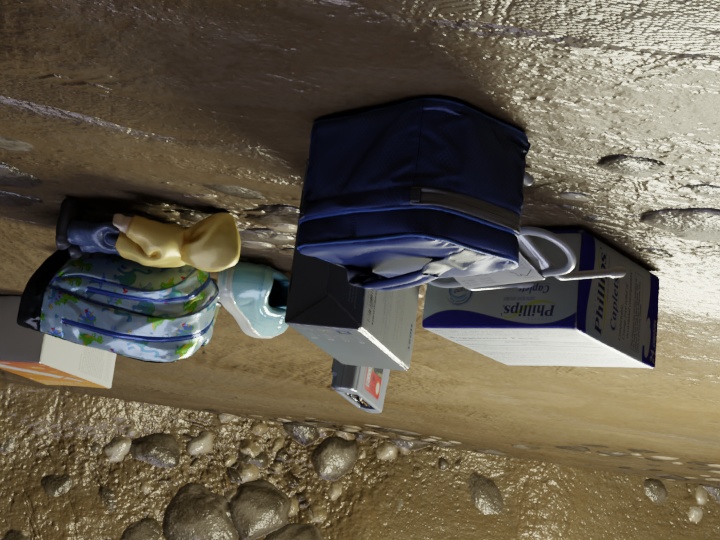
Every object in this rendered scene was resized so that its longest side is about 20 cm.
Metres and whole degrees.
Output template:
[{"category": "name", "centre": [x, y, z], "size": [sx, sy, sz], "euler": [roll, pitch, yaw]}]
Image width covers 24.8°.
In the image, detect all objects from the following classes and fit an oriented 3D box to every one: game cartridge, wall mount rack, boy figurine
[{"category": "game cartridge", "centre": [0.007, 0.099, 2.057], "size": [0.040, 0.135, 0.200], "euler": [4, 168, 13]}, {"category": "wall mount rack", "centre": [0.143, -0.018, 1.520], "size": [0.199, 0.075, 0.174], "euler": [-6, 138, 47]}, {"category": "boy figurine", "centre": [-0.226, -0.037, 1.756], "size": [0.198, 0.065, 0.124], "euler": [3, 166, 15]}]

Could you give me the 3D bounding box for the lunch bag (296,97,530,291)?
[{"category": "lunch bag", "centre": [0.036, -0.053, 1.375], "size": [0.135, 0.134, 0.199], "euler": [18, 163, -39]}]

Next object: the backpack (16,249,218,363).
[{"category": "backpack", "centre": [-0.259, 0.031, 1.858], "size": [0.199, 0.155, 0.163], "euler": [29, -154, 10]}]

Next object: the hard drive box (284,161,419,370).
[{"category": "hard drive box", "centre": [0.000, 0.000, 1.578], "size": [0.076, 0.158, 0.200], "euler": [4, 166, 17]}]

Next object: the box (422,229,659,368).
[{"category": "box", "centre": [0.193, 0.033, 1.725], "size": [0.182, 0.106, 0.199], "euler": [-1, 165, 33]}]

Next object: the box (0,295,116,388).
[{"category": "box", "centre": [-0.468, 0.109, 2.457], "size": [0.123, 0.099, 0.200], "euler": [2, 166, 24]}]

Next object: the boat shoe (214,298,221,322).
[{"category": "boat shoe", "centre": [-0.270, 0.030, 2.076], "size": [0.198, 0.063, 0.072], "euler": [13, 166, -17]}]

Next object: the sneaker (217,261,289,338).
[{"category": "sneaker", "centre": [-0.108, 0.042, 2.014], "size": [0.081, 0.075, 0.200], "euler": [6, 169, 18]}]
